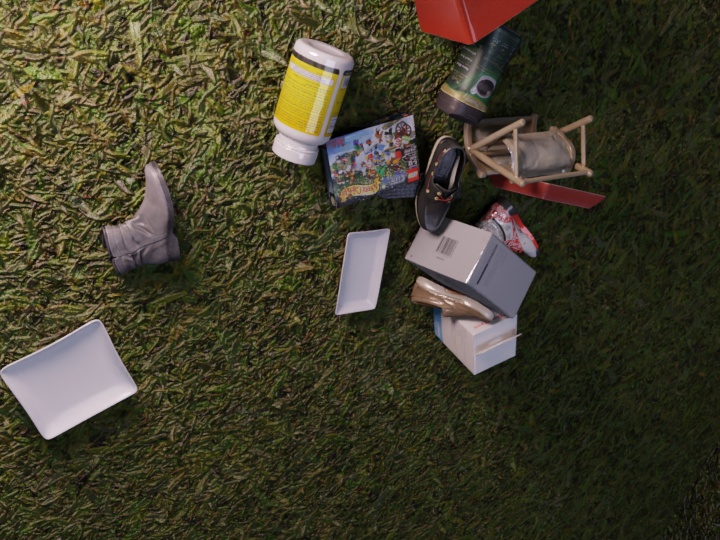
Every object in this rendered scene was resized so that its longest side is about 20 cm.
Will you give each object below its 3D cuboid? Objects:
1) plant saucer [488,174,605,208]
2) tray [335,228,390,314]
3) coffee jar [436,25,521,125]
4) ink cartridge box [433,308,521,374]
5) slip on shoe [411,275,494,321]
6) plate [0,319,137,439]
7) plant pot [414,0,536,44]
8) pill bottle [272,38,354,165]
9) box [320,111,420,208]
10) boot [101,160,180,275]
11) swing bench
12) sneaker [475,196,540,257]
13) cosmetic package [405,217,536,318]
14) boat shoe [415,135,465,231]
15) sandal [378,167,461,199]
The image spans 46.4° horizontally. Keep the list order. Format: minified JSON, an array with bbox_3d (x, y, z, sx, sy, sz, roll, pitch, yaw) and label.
[{"bbox_3d":[0.402,-0.177,1.849,0.196,0.198,0.038,7,100,-36],"label":"plant saucer"},{"bbox_3d":[0.000,0.000,1.823,0.105,0.022,0.204,-8,123,-30],"label":"tray"},{"bbox_3d":[0.232,-0.395,1.671,0.103,0.085,0.203,12,111,-41],"label":"coffee jar"},{"bbox_3d":[0.274,0.135,1.970,0.126,0.200,0.127,-21,130,-19],"label":"ink cartridge box"},{"bbox_3d":[0.205,0.079,1.896,0.062,0.197,0.076,-64,164,-4],"label":"slip on shoe"},{"bbox_3d":[-0.548,0.202,1.588,0.197,0.032,0.202,-29,132,-15],"label":"plate"},{"bbox_3d":[0.195,-0.543,1.487,0.198,0.200,0.178,-35,122,-8],"label":"plant pot"},{"bbox_3d":[-0.091,-0.299,1.503,0.110,0.113,0.204,4,117,-35],"label":"pill bottle"},{"bbox_3d":[0.021,-0.219,1.662,0.196,0.038,0.140,-20,115,-21],"label":"box"},{"bbox_3d":[-0.394,-0.085,1.479,0.129,0.070,0.204,-14,122,-19],"label":"boot"},{"bbox_3d":[0.348,-0.257,1.753,0.195,0.199,0.133,-9,104,-27],"label":"swing bench"},{"bbox_3d":[0.341,-0.073,1.971,0.108,0.067,0.202,-42,130,0],"label":"sneaker"},{"bbox_3d":[0.242,-0.013,1.839,0.199,0.198,0.125,35,83,-42],"label":"cosmetic package"},{"bbox_3d":[0.164,-0.171,1.733,0.072,0.063,0.206,6,114,-20],"label":"boat shoe"},{"bbox_3d":[0.121,-0.186,1.773,0.195,0.045,0.077,0,115,-17],"label":"sandal"}]
